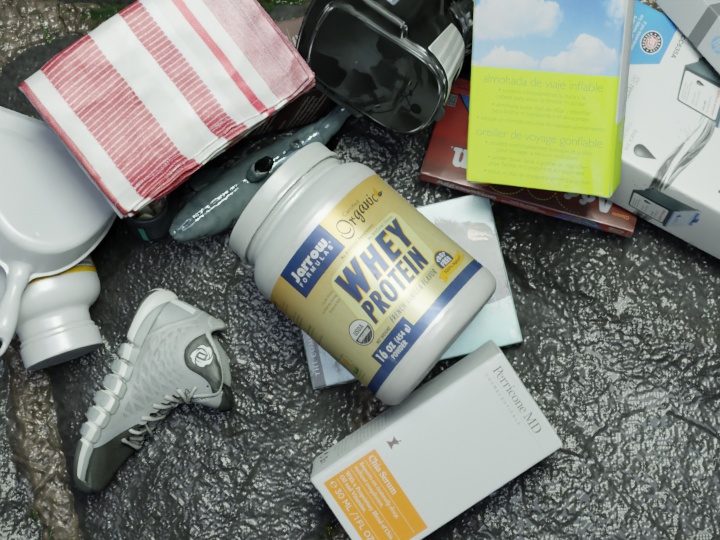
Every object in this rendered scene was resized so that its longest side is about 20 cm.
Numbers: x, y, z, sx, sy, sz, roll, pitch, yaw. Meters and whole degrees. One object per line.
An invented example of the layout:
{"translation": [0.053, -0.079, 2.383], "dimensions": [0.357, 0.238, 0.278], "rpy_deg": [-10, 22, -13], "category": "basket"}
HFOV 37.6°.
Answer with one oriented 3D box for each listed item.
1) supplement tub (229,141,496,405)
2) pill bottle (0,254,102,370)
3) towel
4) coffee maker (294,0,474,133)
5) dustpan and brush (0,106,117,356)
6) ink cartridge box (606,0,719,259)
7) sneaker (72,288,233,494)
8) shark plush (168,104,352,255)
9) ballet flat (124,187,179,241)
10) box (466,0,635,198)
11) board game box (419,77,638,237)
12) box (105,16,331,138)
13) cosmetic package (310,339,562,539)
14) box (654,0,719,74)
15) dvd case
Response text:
{"translation": [0.000, 0.000, 0.905], "dimensions": [0.200, 0.144, 0.145], "rpy_deg": [41, 90, 7], "category": "supplement tub"}
{"translation": [-0.306, -0.014, 0.981], "dimensions": [0.104, 0.104, 0.201], "rpy_deg": [-20, 84, 4], "category": "pill bottle"}
{"translation": [-0.153, -0.154, 0.856], "dimensions": [0.200, 0.023, 0.144], "rpy_deg": [-39, 86, -14], "category": "towel"}
{"translation": [0.030, -0.234, 0.915], "dimensions": [0.191, 0.135, 0.200], "rpy_deg": [22, 50, 22], "category": "coffee maker"}
{"translation": [-0.285, -0.025, 0.911], "dimensions": [0.139, 0.057, 0.201], "rpy_deg": [19, 61, -24], "category": "dustpan and brush"}
{"translation": [0.284, -0.117, 0.917], "dimensions": [0.199, 0.086, 0.147], "rpy_deg": [28, 74, 5], "category": "ink cartridge box"}
{"translation": [-0.180, 0.126, 0.972], "dimensions": [0.115, 0.075, 0.201], "rpy_deg": [22, 87, 5], "category": "sneaker"}
{"translation": [-0.081, -0.082, 0.967], "dimensions": [0.199, 0.083, 0.091], "rpy_deg": [-24, 84, 8], "category": "shark plush"}
{"translation": [-0.201, -0.129, 0.997], "dimensions": [0.072, 0.073, 0.202], "rpy_deg": [-2, 85, 6], "category": "ballet flat"}
{"translation": [0.149, -0.165, 0.831], "dimensions": [0.121, 0.048, 0.201], "rpy_deg": [8, 111, 21], "category": "box"}
{"translation": [0.163, -0.106, 0.970], "dimensions": [0.199, 0.019, 0.104], "rpy_deg": [16, 76, 7], "category": "board game box"}
{"translation": [-0.126, -0.159, 0.939], "dimensions": [0.199, 0.100, 0.075], "rpy_deg": [-18, 83, -22], "category": "box"}
{"translation": [0.065, 0.161, 0.934], "dimensions": [0.199, 0.071, 0.102], "rpy_deg": [-35, 94, 3], "category": "cosmetic package"}
{"translation": [0.365, -0.182, 0.884], "dimensions": [0.155, 0.041, 0.201], "rpy_deg": [-15, 60, -28], "category": "box"}
{"translation": [0.038, 0.019, 0.982], "dimensions": [0.199, 0.022, 0.147], "rpy_deg": [-13, 84, 6], "category": "dvd case"}
